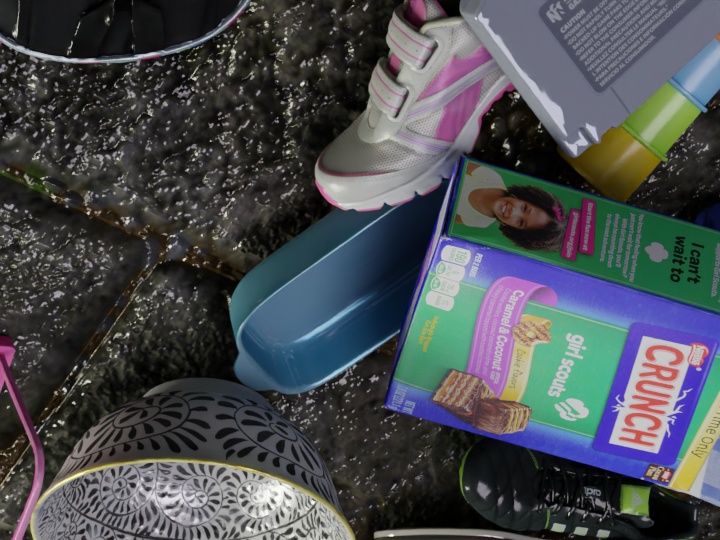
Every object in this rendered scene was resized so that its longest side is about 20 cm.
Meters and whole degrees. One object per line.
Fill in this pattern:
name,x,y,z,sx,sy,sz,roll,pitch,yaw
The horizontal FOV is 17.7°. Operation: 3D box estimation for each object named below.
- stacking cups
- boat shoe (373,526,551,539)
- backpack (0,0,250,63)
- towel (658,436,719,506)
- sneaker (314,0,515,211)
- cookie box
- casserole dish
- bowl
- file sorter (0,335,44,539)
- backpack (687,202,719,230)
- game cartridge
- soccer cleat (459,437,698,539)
stacking cups,0.212,-0.128,1.444,0.200,0.061,0.060,-47,128,10
boat shoe,0.107,0.211,1.583,0.200,0.067,0.057,6,77,-7
backpack,-0.133,-0.211,1.172,0.177,0.151,0.200,-7,117,-17
towel,0.178,0.073,1.499,0.024,0.200,0.147,-43,147,-48
sneaker,0.041,-0.122,1.365,0.200,0.081,0.088,-45,124,0
cookie box,0.131,0.035,1.382,0.200,0.075,0.171,15,139,-1
casserole dish,0.000,0.000,1.430,0.200,0.039,0.121,-36,146,2
bowl,-0.099,0.128,1.430,0.201,0.094,0.201,2,146,1
file sorter,-0.300,0.117,1.329,0.200,0.125,0.139,9,117,-29
backpack,0.289,0.070,1.547,0.162,0.168,0.200,0,122,-17
game cartridge,0.157,-0.178,1.327,0.200,0.040,0.133,-42,118,-7
soccer cleat,0.151,0.151,1.576,0.200,0.081,0.068,18,75,-41
